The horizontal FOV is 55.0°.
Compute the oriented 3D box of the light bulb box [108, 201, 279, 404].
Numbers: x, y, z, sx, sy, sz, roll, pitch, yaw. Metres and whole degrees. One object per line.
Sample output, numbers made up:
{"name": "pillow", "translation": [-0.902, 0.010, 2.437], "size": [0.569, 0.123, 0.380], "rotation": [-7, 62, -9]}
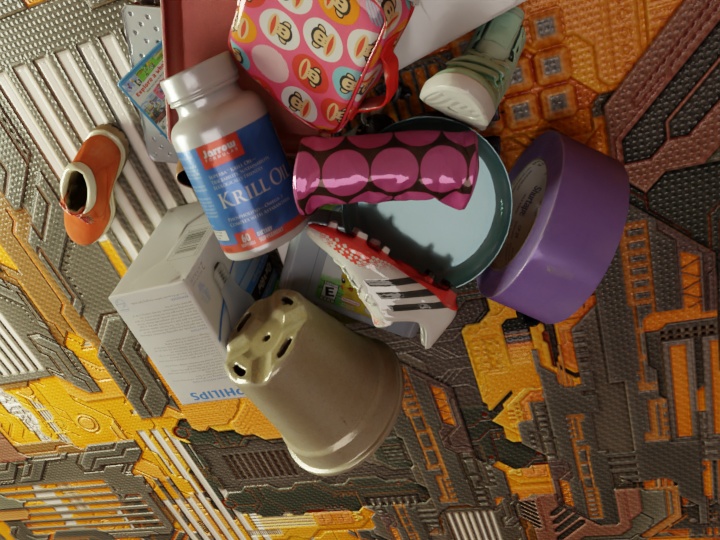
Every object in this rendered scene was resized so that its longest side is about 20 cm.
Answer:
{"name": "light bulb box", "translation": [-0.209, 0.040, 0.958], "size": [0.122, 0.201, 0.203], "rotation": [-9, 126, 21]}

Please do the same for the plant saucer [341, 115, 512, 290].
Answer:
{"name": "plant saucer", "translation": [0.075, -0.074, 0.797], "size": [0.194, 0.027, 0.206], "rotation": [2, 107, 5]}

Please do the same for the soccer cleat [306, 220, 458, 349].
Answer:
{"name": "soccer cleat", "translation": [0.018, 0.015, 0.780], "size": [0.197, 0.069, 0.087], "rotation": [29, 94, -9]}

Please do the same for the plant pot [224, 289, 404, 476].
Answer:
{"name": "plant pot", "translation": [-0.070, 0.129, 0.892], "size": [0.197, 0.204, 0.184], "rotation": [-21, 134, 26]}

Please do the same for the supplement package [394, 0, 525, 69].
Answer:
{"name": "supplement package", "translation": [0.055, -0.334, 0.670], "size": [0.153, 0.112, 0.202], "rotation": [-20, 120, 25]}

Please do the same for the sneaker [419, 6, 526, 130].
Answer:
{"name": "sneaker", "translation": [0.115, -0.206, 0.668], "size": [0.072, 0.200, 0.121], "rotation": [24, 103, 7]}

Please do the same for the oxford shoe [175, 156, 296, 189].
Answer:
{"name": "oxford shoe", "translation": [-0.133, -0.107, 0.856], "size": [0.194, 0.072, 0.073], "rotation": [8, 128, 3]}

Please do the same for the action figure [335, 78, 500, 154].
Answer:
{"name": "action figure", "translation": [0.066, -0.159, 0.819], "size": [0.194, 0.070, 0.134], "rotation": [-3, 113, 3]}

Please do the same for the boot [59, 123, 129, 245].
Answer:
{"name": "boot", "translation": [-0.384, -0.095, 0.953], "size": [0.073, 0.109, 0.202], "rotation": [23, 130, -9]}

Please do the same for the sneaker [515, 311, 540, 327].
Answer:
{"name": "sneaker", "translation": [0.263, -0.005, 0.892], "size": [0.074, 0.092, 0.202], "rotation": [22, 127, -5]}

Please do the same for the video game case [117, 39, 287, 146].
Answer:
{"name": "video game case", "translation": [-0.185, -0.193, 0.857], "size": [0.141, 0.018, 0.201], "rotation": [-27, 117, 29]}

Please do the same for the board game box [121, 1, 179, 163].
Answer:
{"name": "board game box", "translation": [-0.184, -0.223, 0.862], "size": [0.194, 0.026, 0.204], "rotation": [7, 128, 7]}

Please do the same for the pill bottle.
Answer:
{"name": "pill bottle", "translation": [-0.139, -0.125, 0.758], "size": [0.110, 0.113, 0.204], "rotation": [-15, 112, 22]}

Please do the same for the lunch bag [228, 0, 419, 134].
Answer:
{"name": "lunch bag", "translation": [-0.033, -0.228, 0.661], "size": [0.175, 0.082, 0.200], "rotation": [39, 150, -2]}

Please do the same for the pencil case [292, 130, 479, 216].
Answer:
{"name": "pencil case", "translation": [0.027, -0.101, 0.734], "size": [0.194, 0.093, 0.095], "rotation": [0, 141, 4]}

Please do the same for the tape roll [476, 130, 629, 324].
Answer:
{"name": "tape roll", "translation": [0.214, -0.049, 0.795], "size": [0.083, 0.202, 0.202], "rotation": [21, 129, -7]}

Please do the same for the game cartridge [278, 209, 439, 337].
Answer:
{"name": "game cartridge", "translation": [0.000, 0.000, 0.879], "size": [0.195, 0.041, 0.136], "rotation": [19, 123, 0]}

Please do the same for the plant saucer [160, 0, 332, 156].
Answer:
{"name": "plant saucer", "translation": [-0.122, -0.237, 0.785], "size": [0.193, 0.037, 0.205], "rotation": [4, 119, -3]}

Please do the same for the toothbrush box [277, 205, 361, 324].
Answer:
{"name": "toothbrush box", "translation": [0.003, -0.012, 0.944], "size": [0.194, 0.087, 0.148], "rotation": [-7, 124, 16]}
